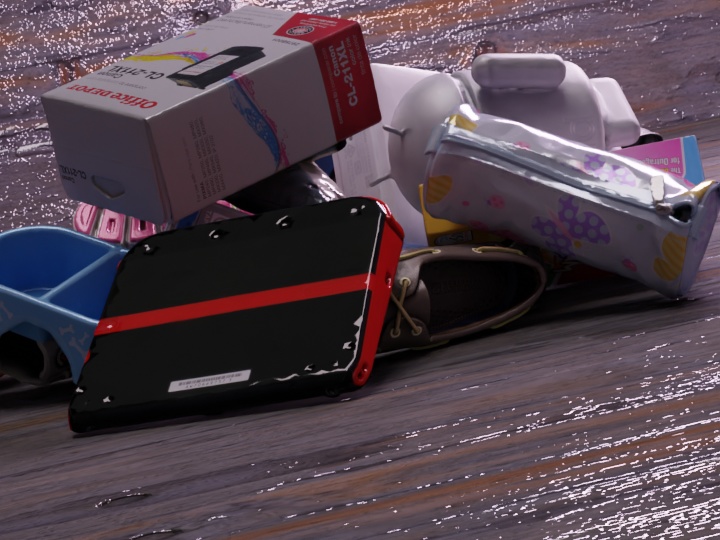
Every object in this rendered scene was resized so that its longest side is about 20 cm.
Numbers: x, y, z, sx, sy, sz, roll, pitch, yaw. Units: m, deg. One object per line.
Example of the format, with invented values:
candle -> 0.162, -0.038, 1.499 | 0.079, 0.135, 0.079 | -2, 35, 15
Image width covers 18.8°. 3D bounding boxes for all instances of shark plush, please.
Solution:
shark plush -> -0.094, -0.076, 1.638 | 0.199, 0.091, 0.083 | 24, 29, 20

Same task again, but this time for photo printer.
photo printer -> 0.070, -0.080, 1.778 | 0.199, 0.167, 0.069 | 4, -19, -42

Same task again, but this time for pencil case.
pencil case -> 0.141, -0.047, 1.454 | 0.199, 0.083, 0.091 | 19, 2, 20

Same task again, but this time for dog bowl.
dog bowl -> -0.195, 0.022, 1.529 | 0.199, 0.050, 0.111 | 18, 36, 30

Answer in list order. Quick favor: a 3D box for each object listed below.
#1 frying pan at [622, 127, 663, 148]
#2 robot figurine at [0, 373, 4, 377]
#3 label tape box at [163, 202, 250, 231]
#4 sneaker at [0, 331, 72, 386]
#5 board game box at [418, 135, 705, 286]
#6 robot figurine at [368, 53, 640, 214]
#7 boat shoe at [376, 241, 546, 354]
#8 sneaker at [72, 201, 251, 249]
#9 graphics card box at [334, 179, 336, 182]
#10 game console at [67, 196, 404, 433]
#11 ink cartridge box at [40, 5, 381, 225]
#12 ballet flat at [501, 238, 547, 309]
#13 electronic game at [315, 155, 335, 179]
frying pan -> 0.219, -0.080, 1.855 | 0.115, 0.031, 0.190 | -40, -19, 18
robot figurine -> -0.346, 0.043, 1.698 | 0.199, 0.117, 0.144 | -11, 2, 11
label tape box -> -0.047, 0.007, 1.629 | 0.199, 0.066, 0.143 | 23, -2, -12
sneaker -> -0.205, 0.053, 1.600 | 0.199, 0.074, 0.089 | -2, 28, -5
board game box -> 0.148, -0.034, 1.586 | 0.199, 0.041, 0.153 | -10, -21, 3
robot figurine -> 0.106, -0.096, 1.632 | 0.199, 0.170, 0.113 | -7, 44, -14
boat shoe -> 0.031, 0.019, 1.424 | 0.199, 0.072, 0.059 | -10, 4, -33
sneaker -> -0.132, -0.023, 1.737 | 0.199, 0.074, 0.088 | -5, -35, -15
graphics card box -> -0.075, -0.034, 1.912 | 0.199, 0.126, 0.051 | -13, -2, -32
game console -> -0.076, 0.028, 1.364 | 0.199, 0.031, 0.177 | -10, 40, 19
ink cartridge box -> -0.109, -0.118, 1.588 | 0.200, 0.083, 0.145 | -28, 27, -33
ballet flat -> 0.032, 0.014, 1.532 | 0.199, 0.057, 0.066 | -11, 6, -1
electronic game -> 0.021, -0.073, 1.868 | 0.199, 0.201, 0.042 | -14, 38, -32
